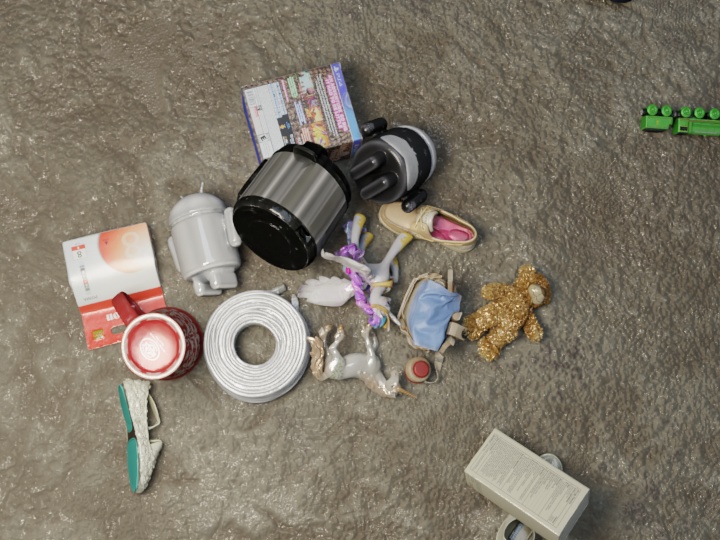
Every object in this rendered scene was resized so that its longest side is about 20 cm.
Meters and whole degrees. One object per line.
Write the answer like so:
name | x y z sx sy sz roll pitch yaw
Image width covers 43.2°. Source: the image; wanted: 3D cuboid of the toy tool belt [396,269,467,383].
toy tool belt | 0.130 0.103 1.662 0.123 0.123 0.203 15 77 -10

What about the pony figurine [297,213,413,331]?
pony figurine | 0.000 0.000 1.670 0.191 0.167 0.202 21 56 -14

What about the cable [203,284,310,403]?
cable | -0.189 0.137 1.662 0.197 0.069 0.203 -17 80 -8

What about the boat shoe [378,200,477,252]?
boat shoe | 0.133 -0.093 1.736 0.197 0.069 0.075 16 77 -1

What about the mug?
mug | -0.366 0.123 1.574 0.175 0.200 0.135 18 86 -5

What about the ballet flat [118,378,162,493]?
ballet flat | -0.386 0.289 1.620 0.071 0.072 0.203 -9 79 -6

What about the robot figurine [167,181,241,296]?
robot figurine | -0.287 -0.055 1.672 0.168 0.112 0.203 -20 79 26

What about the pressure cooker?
pressure cooker | -0.113 -0.123 1.623 0.179 0.175 0.201 47 57 -23

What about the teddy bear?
teddy bear | 0.282 0.080 1.714 0.198 0.067 0.147 -23 83 -8

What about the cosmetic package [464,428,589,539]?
cosmetic package | 0.293 0.381 1.605 0.199 0.073 0.104 32 69 28

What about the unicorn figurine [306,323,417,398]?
unicorn figurine | 0.000 0.167 1.673 0.196 0.074 0.140 -2 86 -4

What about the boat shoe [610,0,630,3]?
boat shoe | 0.470 -0.592 1.871 0.198 0.069 0.085 27 90 -4

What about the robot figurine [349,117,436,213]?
robot figurine | 0.060 -0.197 1.696 0.123 0.200 0.152 17 120 26

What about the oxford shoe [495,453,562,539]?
oxford shoe | 0.312 0.426 1.650 0.075 0.058 0.201 32 76 5

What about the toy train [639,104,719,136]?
toy train | 0.661 -0.301 1.838 0.196 0.042 0.057 3 88 -4

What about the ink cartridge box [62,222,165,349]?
ink cartridge box | -0.450 0.027 1.675 0.160 0.050 0.203 -14 77 -7

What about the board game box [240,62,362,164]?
board game box | -0.113 -0.284 1.742 0.197 0.097 0.162 -15 80 -8
